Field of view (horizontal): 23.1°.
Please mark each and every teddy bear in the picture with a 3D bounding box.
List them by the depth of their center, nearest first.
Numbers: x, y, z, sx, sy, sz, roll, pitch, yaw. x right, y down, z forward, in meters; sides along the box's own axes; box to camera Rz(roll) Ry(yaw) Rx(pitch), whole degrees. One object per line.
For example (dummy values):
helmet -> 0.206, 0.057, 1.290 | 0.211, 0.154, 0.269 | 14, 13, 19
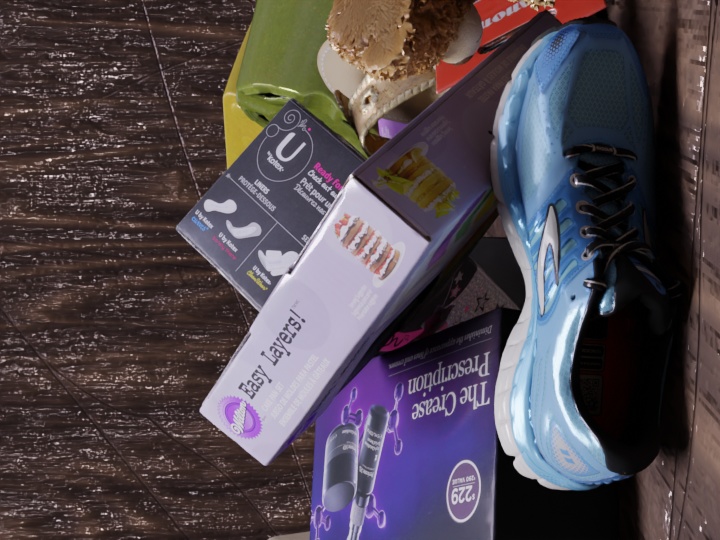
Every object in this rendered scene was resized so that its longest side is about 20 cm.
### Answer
teddy bear -> 0.064, -0.174, 0.844 | 0.145, 0.067, 0.201 | 21, 87, 47

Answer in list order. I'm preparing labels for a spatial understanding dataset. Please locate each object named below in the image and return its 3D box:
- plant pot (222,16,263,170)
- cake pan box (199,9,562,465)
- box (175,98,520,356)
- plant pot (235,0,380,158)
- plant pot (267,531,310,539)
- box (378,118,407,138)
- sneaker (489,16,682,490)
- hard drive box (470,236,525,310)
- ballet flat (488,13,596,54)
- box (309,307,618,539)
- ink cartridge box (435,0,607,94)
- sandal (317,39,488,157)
plant pot -> -0.006, -0.121, 1.420 | 0.177, 0.199, 0.201 | -51, -25, -35
cake pan box -> 0.019, -0.013, 0.861 | 0.184, 0.052, 0.200 | -40, -10, -46
box -> 0.000, 0.000, 1.144 | 0.132, 0.115, 0.200 | 42, -178, 31
plant pot -> 0.001, -0.183, 1.261 | 0.200, 0.199, 0.191 | 93, -162, -76
plant pot -> 0.037, 0.324, 1.361 | 0.177, 0.199, 0.201 | -106, 12, -46
box -> 0.064, -0.151, 1.180 | 0.137, 0.039, 0.200 | -49, -26, -25
sneaker -> 0.106, -0.006, 0.737 | 0.090, 0.078, 0.201 | 179, 89, -70
hard drive box -> 0.087, 0.099, 1.295 | 0.156, 0.076, 0.201 | 91, 178, -49
ballet flat -> 0.106, -0.131, 0.982 | 0.062, 0.067, 0.200 | 50, -155, -34
box -> 0.049, 0.111, 0.920 | 0.200, 0.079, 0.142 | -27, 59, 59
ink cartridge box -> 0.071, -0.194, 0.985 | 0.050, 0.109, 0.200 | 50, -155, -34
sandal -> 0.029, -0.095, 1.074 | 0.070, 0.211, 0.078 | -50, -49, -26
